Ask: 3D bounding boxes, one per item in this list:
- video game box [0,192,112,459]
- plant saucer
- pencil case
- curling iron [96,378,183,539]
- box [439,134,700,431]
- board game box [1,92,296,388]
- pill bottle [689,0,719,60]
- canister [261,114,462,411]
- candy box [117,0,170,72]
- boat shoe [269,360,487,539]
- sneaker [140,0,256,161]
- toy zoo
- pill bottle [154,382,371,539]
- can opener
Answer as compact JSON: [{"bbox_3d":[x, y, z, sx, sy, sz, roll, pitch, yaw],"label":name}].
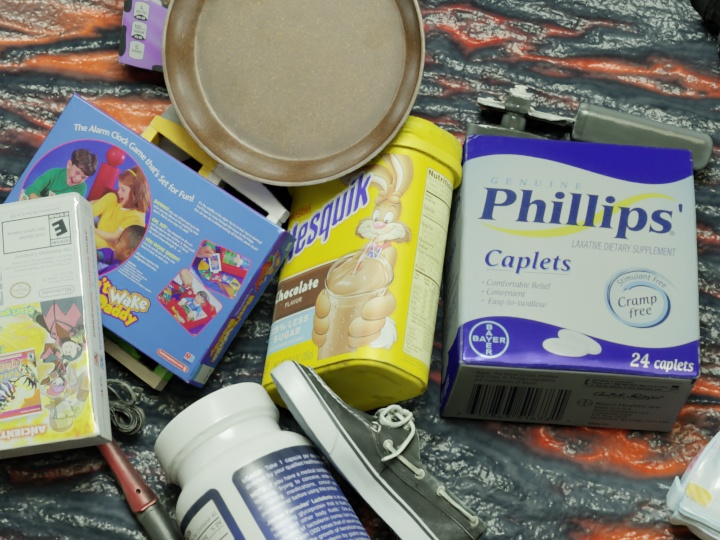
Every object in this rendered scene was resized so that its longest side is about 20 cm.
[{"bbox_3d":[-0.287,0.049,1.539,0.199,0.047,0.183,-8,74,9],"label":"video game box"},{"bbox_3d":[-0.048,-0.164,1.557,0.199,0.034,0.202,1,94,10],"label":"plant saucer"},{"bbox_3d":[0.321,0.200,1.534,0.200,0.083,0.091,35,55,14],"label":"pencil case"},{"bbox_3d":[-0.153,0.164,1.542,0.049,0.026,0.201,-34,71,17],"label":"curling iron"},{"bbox_3d":[0.159,0.009,1.610,0.183,0.105,0.201,4,62,-3],"label":"box"},{"bbox_3d":[-0.167,-0.023,1.577,0.199,0.045,0.135,33,89,14],"label":"board game box"},{"bbox_3d":[0.364,-0.177,1.718,0.111,0.112,0.200,-30,68,-18],"label":"pill bottle"},{"bbox_3d":[0.000,0.000,1.581,0.086,0.148,0.201,27,59,-35],"label":"canister"},{"bbox_3d":[-0.097,-0.249,1.667,0.167,0.201,0.072,13,32,3],"label":"candy box"},{"bbox_3d":[0.017,0.131,1.512,0.068,0.074,0.200,-41,99,-6],"label":"boat shoe"},{"bbox_3d":[-0.114,-0.168,1.640,0.199,0.116,0.074,-31,20,15],"label":"sneaker"},{"bbox_3d":[-0.145,-0.026,1.608,0.131,0.020,0.200,35,89,13],"label":"toy zoo"},{"bbox_3d":[-0.061,0.187,1.493,0.115,0.116,0.201,-25,67,-16],"label":"pill bottle"},{"bbox_3d":[0.186,-0.108,1.711,0.199,0.053,0.067,10,96,3],"label":"can opener"}]
